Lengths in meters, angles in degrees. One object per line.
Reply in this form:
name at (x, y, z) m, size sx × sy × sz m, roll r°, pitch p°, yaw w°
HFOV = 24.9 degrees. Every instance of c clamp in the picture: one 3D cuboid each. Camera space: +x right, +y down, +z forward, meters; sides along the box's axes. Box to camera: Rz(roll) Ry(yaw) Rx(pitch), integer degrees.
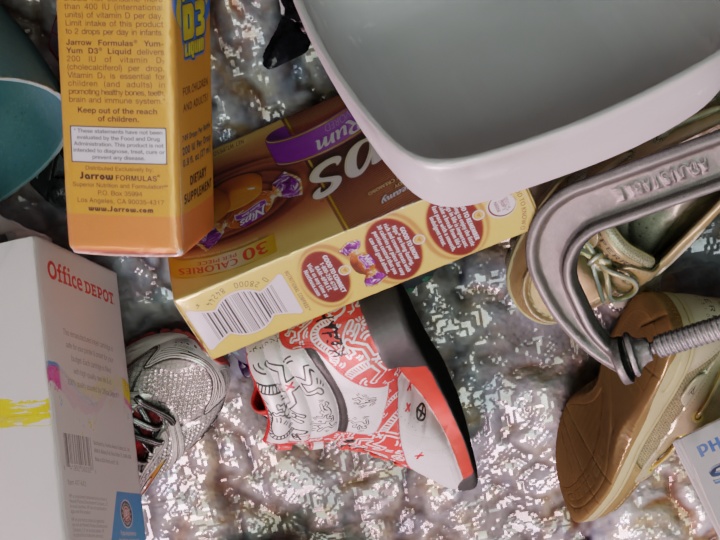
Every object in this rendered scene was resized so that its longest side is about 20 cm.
c clamp at (0.193, 0.008, 0.861) m, size 0.199 × 0.027 × 0.171 m, roll -14°, pitch 114°, yaw 19°

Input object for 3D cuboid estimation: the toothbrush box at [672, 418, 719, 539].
toothbrush box at (0.281, 0.127, 0.970) m, size 0.145 × 0.086 × 0.200 m, roll -27°, pitch 154°, yaw 8°

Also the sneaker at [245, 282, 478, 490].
sneaker at (-0.001, 0.082, 0.979) m, size 0.107 × 0.067 × 0.202 m, roll -19°, pitch 143°, yaw 7°

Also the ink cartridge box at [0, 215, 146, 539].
ink cartridge box at (-0.208, 0.073, 0.919) m, size 0.125 × 0.129 × 0.201 m, roll -11°, pitch 77°, yaw 10°

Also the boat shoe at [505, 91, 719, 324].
boat shoe at (0.157, -0.037, 0.887) m, size 0.200 × 0.063 × 0.073 m, roll -40°, pitch 105°, yaw 21°

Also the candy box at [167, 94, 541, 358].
candy box at (-0.010, -0.041, 0.915) m, size 0.199 × 0.117 × 0.057 m, roll -23°, pitch 132°, yaw 9°

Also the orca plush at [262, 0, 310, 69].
orca plush at (-0.065, -0.201, 0.868) m, size 0.105 × 0.071 × 0.201 m, roll -9°, pitch 115°, yaw 2°

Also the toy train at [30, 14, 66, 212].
toy train at (-0.152, -0.128, 0.917) m, size 0.046 × 0.034 × 0.201 m, roll 30°, pitch 116°, yaw 22°

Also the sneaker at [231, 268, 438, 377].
sneaker at (0.000, 0.000, 0.978) m, size 0.199 × 0.075 × 0.088 m, roll -19°, pitch 136°, yaw 10°

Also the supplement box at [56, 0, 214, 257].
supplement box at (-0.116, -0.112, 0.848) m, size 0.068 × 0.067 × 0.201 m, roll 1°, pitch 105°, yaw 12°

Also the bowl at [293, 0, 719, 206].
bowl at (0.076, -0.122, 0.848) m, size 0.199 × 0.200 × 0.075 m, roll -21°, pitch 143°, yaw -10°

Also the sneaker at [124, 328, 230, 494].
sneaker at (-0.151, 0.120, 1.006) m, size 0.078 × 0.082 × 0.200 m, roll 37°, pitch 107°, yaw -18°

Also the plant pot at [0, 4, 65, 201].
plant pot at (-0.269, -0.105, 0.857) m, size 0.199 × 0.200 × 0.135 m, roll -27°, pitch 76°, yaw 9°

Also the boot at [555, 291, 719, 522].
boot at (0.213, 0.083, 1.009) m, size 0.155 × 0.073 × 0.200 m, roll -4°, pitch 138°, yaw -21°

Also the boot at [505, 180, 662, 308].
boot at (0.190, -0.053, 0.950) m, size 0.199 × 0.072 × 0.155 m, roll 7°, pitch 114°, yaw 0°
